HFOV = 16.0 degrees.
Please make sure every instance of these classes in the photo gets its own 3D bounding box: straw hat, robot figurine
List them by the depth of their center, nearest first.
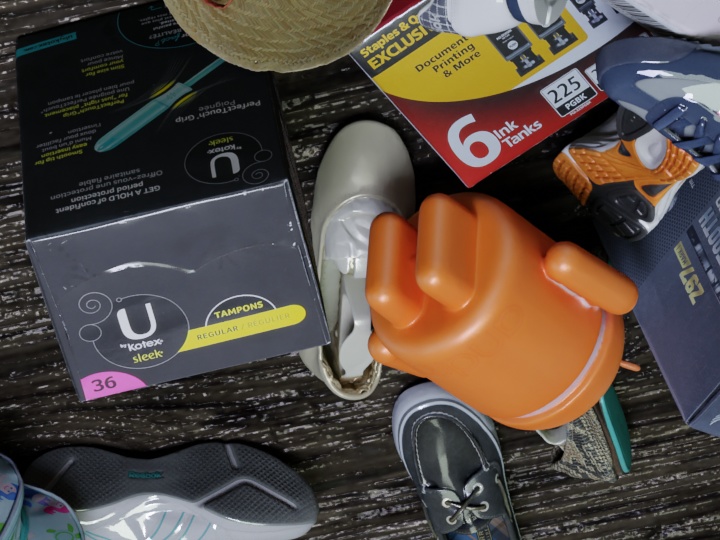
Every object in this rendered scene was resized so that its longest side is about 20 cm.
[{"bbox_3d":[-0.027,-0.210,1.436,0.085,0.201,0.201,-19,144,-48],"label":"straw hat"},{"bbox_3d":[0.084,0.027,1.584,0.144,0.117,0.200,-50,131,7],"label":"robot figurine"}]

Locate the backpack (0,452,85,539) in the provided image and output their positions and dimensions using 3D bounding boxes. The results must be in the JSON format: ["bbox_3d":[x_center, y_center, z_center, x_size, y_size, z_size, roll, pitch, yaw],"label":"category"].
[{"bbox_3d":[-0.275,0.197,1.644,0.199,0.178,0.151,20,130,5],"label":"backpack"}]

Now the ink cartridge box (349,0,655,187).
[{"bbox_3d":[0.089,-0.175,1.493,0.200,0.084,0.176,-33,125,16],"label":"ink cartridge box"}]

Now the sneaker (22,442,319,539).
[{"bbox_3d":[-0.128,0.164,1.743,0.200,0.071,0.080,3,134,-3],"label":"sneaker"}]

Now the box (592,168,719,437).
[{"bbox_3d":[0.230,-0.019,1.569,0.051,0.200,0.158,18,124,-30],"label":"box"}]

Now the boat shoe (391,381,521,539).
[{"bbox_3d":[0.075,0.160,1.777,0.068,0.057,0.200,-19,130,5],"label":"boat shoe"}]

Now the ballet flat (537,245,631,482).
[{"bbox_3d":[0.138,0.068,1.716,0.075,0.068,0.200,-1,133,10],"label":"ballet flat"}]

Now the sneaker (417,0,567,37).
[{"bbox_3d":[0.063,-0.230,1.408,0.080,0.201,0.076,-4,175,29],"label":"sneaker"}]

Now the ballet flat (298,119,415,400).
[{"bbox_3d":[0.000,0.000,1.629,0.069,0.070,0.200,-1,128,-10],"label":"ballet flat"}]

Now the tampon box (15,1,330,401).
[{"bbox_3d":[-0.111,-0.047,1.484,0.149,0.200,0.126,-13,130,1],"label":"tampon box"}]

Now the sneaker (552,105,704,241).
[{"bbox_3d":[0.188,-0.084,1.562,0.092,0.200,0.076,-43,91,-22],"label":"sneaker"}]

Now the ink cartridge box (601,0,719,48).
[{"bbox_3d":[0.221,-0.215,1.433,0.162,0.057,0.200,26,89,-33],"label":"ink cartridge box"}]

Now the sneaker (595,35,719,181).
[{"bbox_3d":[0.218,-0.066,1.420,0.200,0.082,0.070,19,159,-10],"label":"sneaker"}]
